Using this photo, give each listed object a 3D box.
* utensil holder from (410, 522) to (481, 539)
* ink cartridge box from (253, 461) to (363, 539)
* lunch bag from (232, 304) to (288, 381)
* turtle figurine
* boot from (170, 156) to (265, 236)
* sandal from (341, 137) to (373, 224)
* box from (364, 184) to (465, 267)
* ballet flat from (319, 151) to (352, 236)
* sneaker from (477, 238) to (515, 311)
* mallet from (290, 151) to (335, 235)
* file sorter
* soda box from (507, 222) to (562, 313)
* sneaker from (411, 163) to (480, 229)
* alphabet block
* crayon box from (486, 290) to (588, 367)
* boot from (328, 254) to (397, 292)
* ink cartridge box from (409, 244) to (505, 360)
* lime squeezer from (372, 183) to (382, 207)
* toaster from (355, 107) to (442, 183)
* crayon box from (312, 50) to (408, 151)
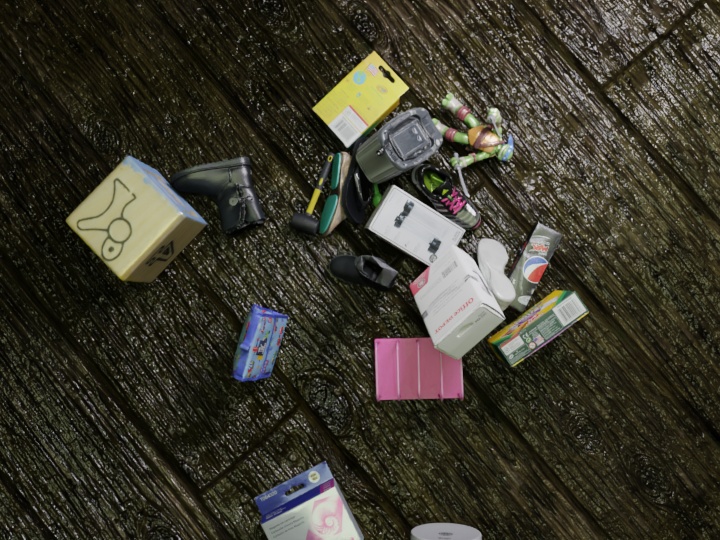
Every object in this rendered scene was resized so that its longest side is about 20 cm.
[{"bbox_3d":[0.187,0.672,1.576,0.168,0.170,0.202,0,84,3],"label":"utensil holder"},{"bbox_3d":[-0.122,0.575,1.659,0.195,0.043,0.201,-28,88,2],"label":"ink cartridge box"},{"bbox_3d":[-0.238,0.160,1.604,0.093,0.200,0.152,17,89,4],"label":"lunch bag"},{"bbox_3d":[0.241,-0.304,1.612,0.193,0.145,0.200,37,52,20],"label":"turtle figurine"},{"bbox_3d":[-0.332,-0.163,1.685,0.198,0.076,0.170,-13,83,-3],"label":"boot"},{"bbox_3d":[0.001,-0.207,1.653,0.043,0.076,0.202,5,86,40],"label":"sandal"},{"bbox_3d":[0.122,-0.094,1.641,0.199,0.060,0.117,30,90,-10],"label":"box"},{"bbox_3d":[-0.041,-0.173,1.678,0.067,0.068,0.202,13,90,-27],"label":"ballet flat"},{"bbox_3d":[0.288,0.016,1.620,0.074,0.089,0.201,11,44,-12],"label":"sneaker"},{"bbox_3d":[-0.093,-0.178,1.695,0.065,0.041,0.201,28,85,4],"label":"mallet"},{"bbox_3d":[0.130,0.223,1.617,0.198,0.125,0.141,-2,87,3],"label":"file sorter"},{"bbox_3d":[0.380,-0.005,1.639,0.063,0.071,0.201,27,90,4],"label":"soda box"},{"bbox_3d":[0.195,-0.170,1.649,0.074,0.087,0.200,-44,86,1],"label":"sneaker"},{"bbox_3d":[-0.499,-0.109,1.635,0.200,0.196,0.195,-44,84,1],"label":"alphabet block"},{"bbox_3d":[0.381,0.123,1.582,0.199,0.173,0.059,-36,89,1],"label":"crayon box"},{"bbox_3d":[0.001,0.000,1.597,0.163,0.200,0.066,16,88,4],"label":"boot"},{"bbox_3d":[0.204,0.067,1.553,0.084,0.201,0.146,32,115,-32],"label":"ink cartridge box"},{"bbox_3d":[0.074,-0.157,1.689,0.200,0.038,0.071,41,58,5],"label":"lime squeezer"},{"bbox_3d":[0.078,-0.270,1.612,0.200,0.129,0.114,-38,98,-34],"label":"toaster"},{"bbox_3d":[0.002,-0.394,1.689,0.200,0.051,0.127,-42,86,1],"label":"crayon box"}]
